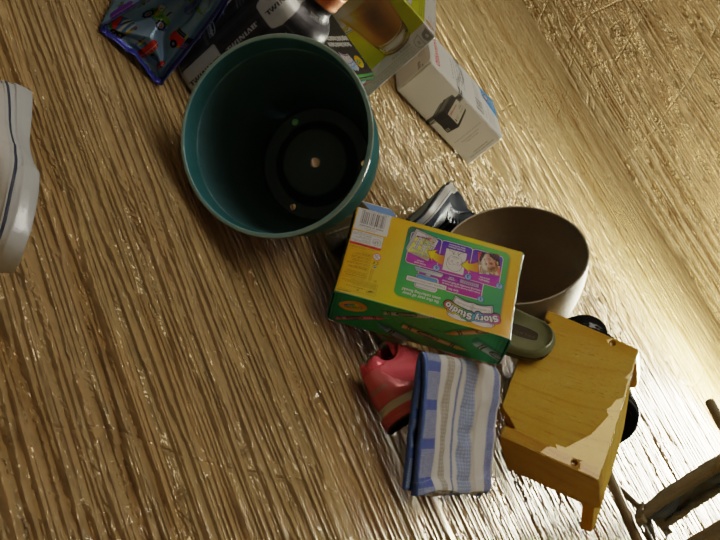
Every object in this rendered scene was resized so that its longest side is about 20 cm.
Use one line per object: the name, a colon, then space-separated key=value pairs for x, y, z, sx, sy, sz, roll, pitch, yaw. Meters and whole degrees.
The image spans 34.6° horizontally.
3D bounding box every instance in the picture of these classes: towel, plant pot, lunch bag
towel: x=0.101 y=0.166 z=1.223 sx=0.199 sy=0.024 sz=0.149 roll=19 pitch=75 yaw=-60
plant pot: x=-0.065 y=-0.126 z=1.225 sx=0.201 sy=0.199 sz=0.188 roll=57 pitch=8 yaw=10
plant pot: x=0.211 y=0.027 z=1.584 sx=0.202 sy=0.197 sz=0.136 roll=-98 pitch=-179 yaw=-50
lunch bag: x=-0.176 y=-0.325 z=1.259 sx=0.094 sy=0.199 sz=0.151 roll=42 pitch=25 yaw=-24

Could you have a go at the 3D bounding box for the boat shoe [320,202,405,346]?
boat shoe: x=0.003 y=0.000 z=1.341 sx=0.072 sy=0.063 sz=0.202 roll=-20 pitch=64 yaw=-21

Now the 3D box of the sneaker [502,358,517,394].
sneaker: x=0.257 y=0.141 z=1.616 sx=0.079 sy=0.079 sz=0.200 roll=51 pitch=20 yaw=-3

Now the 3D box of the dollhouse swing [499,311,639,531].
dollhouse swing: x=0.261 y=0.203 z=1.486 sx=0.180 sy=0.177 sz=0.201 roll=23 pitch=55 yaw=6

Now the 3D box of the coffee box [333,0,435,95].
coffee box: x=-0.028 y=-0.369 z=1.623 sx=0.198 sy=0.199 sz=0.201 roll=44 pitch=24 yaw=-20

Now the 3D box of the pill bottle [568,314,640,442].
pill bottle: x=0.341 y=0.158 z=1.711 sx=0.112 sy=0.111 sz=0.201 roll=43 pitch=25 yaw=-24

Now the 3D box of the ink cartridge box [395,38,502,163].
ink cartridge box: x=0.153 y=-0.310 z=2.056 sx=0.200 sy=0.083 sz=0.146 roll=42 pitch=25 yaw=-26

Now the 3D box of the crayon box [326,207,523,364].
crayon box: x=0.072 y=0.016 z=1.268 sx=0.197 sy=0.059 sz=0.120 roll=16 pitch=55 yaw=0

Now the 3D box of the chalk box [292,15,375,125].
chalk box: x=-0.072 y=-0.250 z=1.465 sx=0.201 sy=0.123 sz=0.125 roll=55 pitch=21 yaw=2

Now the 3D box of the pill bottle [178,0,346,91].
pill bottle: x=-0.108 y=-0.272 z=1.320 sx=0.106 sy=0.199 sz=0.107 roll=42 pitch=25 yaw=-24

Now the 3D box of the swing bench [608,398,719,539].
swing bench: x=0.463 y=0.326 z=1.593 sx=0.129 sy=0.198 sz=0.201 roll=40 pitch=26 yaw=-29

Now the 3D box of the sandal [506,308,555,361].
sandal: x=0.148 y=0.051 z=1.432 sx=0.198 sy=0.058 sz=0.080 roll=15 pitch=54 yaw=4

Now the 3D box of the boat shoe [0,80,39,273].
boat shoe: x=-0.286 y=-0.076 z=0.870 sx=0.066 sy=0.074 sz=0.201 roll=16 pitch=33 yaw=-29

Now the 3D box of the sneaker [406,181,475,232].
sneaker: x=0.144 y=-0.049 z=1.664 sx=0.147 sy=0.077 sz=0.202 roll=51 pitch=21 yaw=1

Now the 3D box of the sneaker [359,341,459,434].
sneaker: x=0.060 y=0.109 z=1.270 sx=0.087 sy=0.074 sz=0.200 roll=55 pitch=22 yaw=8

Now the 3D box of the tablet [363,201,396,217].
tablet: x=0.020 y=-0.037 z=1.483 sx=0.199 sy=0.014 sz=0.131 roll=10 pitch=48 yaw=-61
